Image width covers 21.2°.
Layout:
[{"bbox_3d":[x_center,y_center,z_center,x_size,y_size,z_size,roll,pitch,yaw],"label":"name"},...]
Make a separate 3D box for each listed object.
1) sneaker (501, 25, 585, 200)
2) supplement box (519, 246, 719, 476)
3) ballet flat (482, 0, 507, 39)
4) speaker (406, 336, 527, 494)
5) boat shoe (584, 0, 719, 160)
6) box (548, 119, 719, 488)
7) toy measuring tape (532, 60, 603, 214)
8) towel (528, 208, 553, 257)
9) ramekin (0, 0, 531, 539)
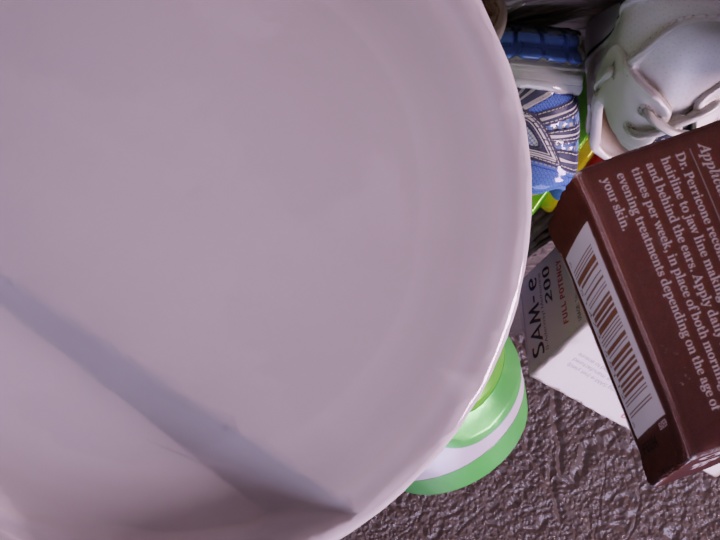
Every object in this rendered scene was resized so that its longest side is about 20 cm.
[{"bbox_3d":[0.010,-0.047,0.852,0.199,0.086,0.077,-12,174,36],"label":"sneaker"},{"bbox_3d":[0.185,-0.006,0.915,0.126,0.074,0.200,29,124,-24],"label":"supplement box"},{"bbox_3d":[-0.022,-0.081,0.649,0.069,0.070,0.199,-16,174,43],"label":"ballet flat"},{"bbox_3d":[0.000,0.000,0.784,0.088,0.089,0.200,-13,130,22],"label":"speaker"},{"bbox_3d":[0.127,-0.079,0.771,0.070,0.070,0.200,7,174,-7],"label":"boat shoe"},{"bbox_3d":[0.172,-0.012,0.633,0.199,0.101,0.075,-19,168,-6],"label":"box"},{"bbox_3d":[0.105,-0.074,0.942,0.073,0.074,0.200,-12,-170,20],"label":"toy measuring tape"},{"bbox_3d":[0.056,-0.032,1.017,0.146,0.024,0.200,-3,-162,30],"label":"towel"},{"bbox_3d":[-0.060,-0.018,0.539,0.201,0.204,0.094,-9,-175,-12],"label":"ramekin"}]
